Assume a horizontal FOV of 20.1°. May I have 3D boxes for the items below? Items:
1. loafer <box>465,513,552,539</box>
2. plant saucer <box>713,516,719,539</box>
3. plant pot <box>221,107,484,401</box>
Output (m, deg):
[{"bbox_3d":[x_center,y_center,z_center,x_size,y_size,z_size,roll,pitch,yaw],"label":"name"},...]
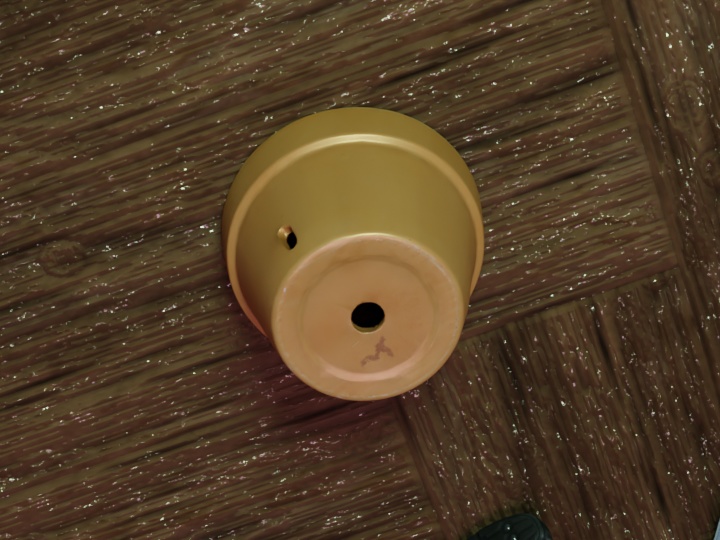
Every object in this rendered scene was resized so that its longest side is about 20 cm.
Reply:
[{"bbox_3d":[0.091,0.280,1.689,0.070,0.068,0.201,27,112,-39],"label":"loafer"},{"bbox_3d":[0.323,0.248,1.717,0.069,0.019,0.201,6,117,-9],"label":"plant saucer"},{"bbox_3d":[0.000,0.000,1.479,0.198,0.140,0.201,-3,118,-5],"label":"plant pot"}]
